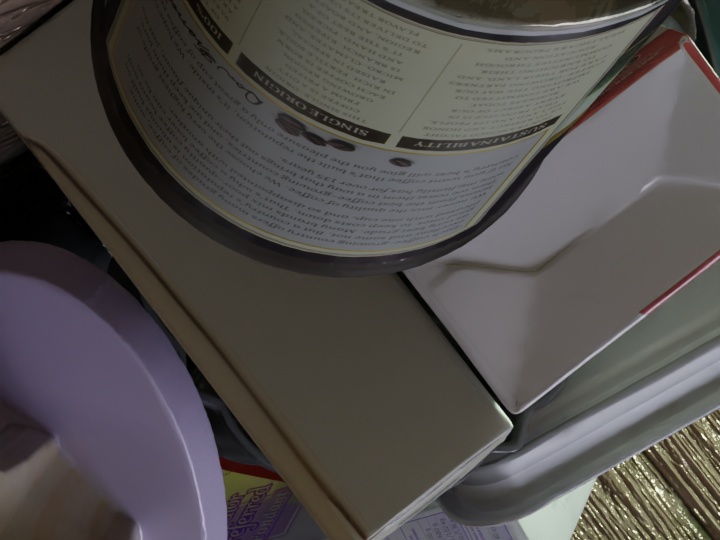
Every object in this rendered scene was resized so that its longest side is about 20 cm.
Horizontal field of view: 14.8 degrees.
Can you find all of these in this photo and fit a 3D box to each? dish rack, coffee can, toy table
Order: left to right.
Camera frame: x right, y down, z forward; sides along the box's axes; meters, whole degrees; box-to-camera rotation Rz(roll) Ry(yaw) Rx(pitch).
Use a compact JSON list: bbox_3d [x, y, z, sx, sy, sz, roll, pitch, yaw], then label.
[{"bbox_3d":[-0.127,0.104,0.946,0.184,0.200,0.117,3,-144,23],"label":"toy table"},{"bbox_3d":[0.013,-0.096,0.749,0.146,0.146,0.200,-36,174,-21],"label":"coffee can"},{"bbox_3d":[0.098,0.014,1.167,0.200,0.044,0.172,-30,-149,-4],"label":"dish rack"}]

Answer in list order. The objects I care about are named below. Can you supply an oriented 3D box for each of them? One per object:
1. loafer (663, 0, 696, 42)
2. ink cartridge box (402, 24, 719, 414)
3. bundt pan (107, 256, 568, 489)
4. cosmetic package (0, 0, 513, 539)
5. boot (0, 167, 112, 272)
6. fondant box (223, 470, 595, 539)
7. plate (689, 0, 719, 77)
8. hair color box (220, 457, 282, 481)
[{"bbox_3d":[0.104,-0.096,1.229,0.200,0.075,0.070,122,-14,-75],"label":"loafer"},{"bbox_3d":[0.073,-0.026,0.951,0.116,0.068,0.200,-37,-173,5],"label":"ink cartridge box"},{"bbox_3d":[-0.014,-0.007,1.072,0.202,0.202,0.076,-35,-173,-30],"label":"bundt pan"},{"bbox_3d":[-0.037,-0.002,0.940,0.073,0.200,0.104,-38,174,-4],"label":"cosmetic package"},{"bbox_3d":[-0.161,0.029,1.061,0.162,0.073,0.198,-47,163,-6],"label":"boot"},{"bbox_3d":[0.007,0.106,1.261,0.200,0.058,0.144,-20,-160,29],"label":"fondant box"},{"bbox_3d":[0.151,-0.123,1.251,0.026,0.200,0.200,-18,174,-2],"label":"plate"},{"bbox_3d":[0.000,0.000,1.279,0.061,0.102,0.200,8,-142,30],"label":"hair color box"}]
